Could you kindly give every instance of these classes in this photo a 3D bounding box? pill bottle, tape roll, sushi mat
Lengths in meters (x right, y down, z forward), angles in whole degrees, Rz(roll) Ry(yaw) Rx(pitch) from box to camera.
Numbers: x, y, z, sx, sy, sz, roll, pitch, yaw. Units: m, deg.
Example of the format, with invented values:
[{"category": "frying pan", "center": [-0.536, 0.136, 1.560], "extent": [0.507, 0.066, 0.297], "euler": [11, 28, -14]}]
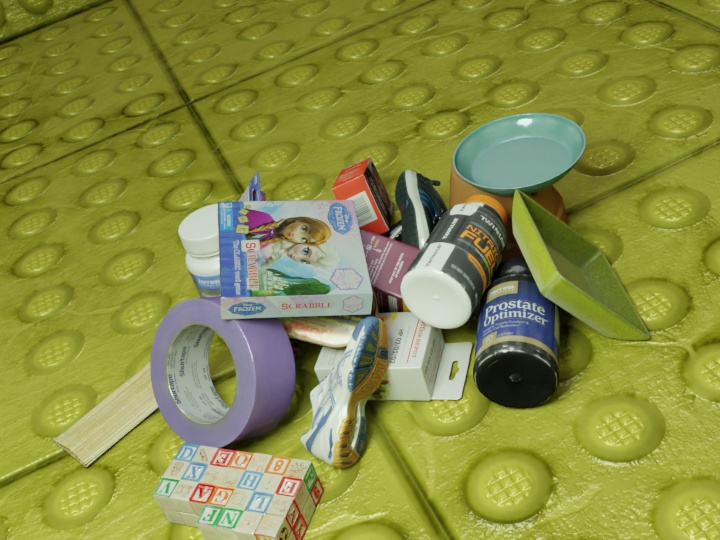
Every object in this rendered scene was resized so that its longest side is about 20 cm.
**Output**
[{"category": "pill bottle", "center": [0.140, -0.022, 1.294], "extent": [0.105, 0.107, 0.201], "euler": [6, 41, 29]}, {"category": "tape roll", "center": [-0.190, 0.136, 1.270], "extent": [0.198, 0.203, 0.085], "euler": [11, 10, 34]}, {"category": "pill bottle", "center": [0.213, 0.078, 1.255], "extent": [0.111, 0.113, 0.201], "euler": [-6, 38, 16]}, {"category": "sushi mat", "center": [-0.360, 0.212, 1.410], "extent": [0.095, 0.012, 0.200], "euler": [20, 51, 43]}, {"category": "pill bottle", "center": [-0.206, 0.004, 1.454], "extent": [0.112, 0.201, 0.114], "euler": [-12, 36, 9]}]

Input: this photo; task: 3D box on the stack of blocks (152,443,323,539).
[{"category": "stack of blocks", "center": [-0.161, 0.293, 1.182], "extent": [0.198, 0.059, 0.116], "euler": [3, 41, 26]}]

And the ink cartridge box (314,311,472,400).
[{"category": "ink cartridge box", "center": [0.049, 0.119, 1.308], "extent": [0.198, 0.068, 0.116], "euler": [-3, 39, 20]}]

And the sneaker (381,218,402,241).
[{"category": "sneaker", "center": [0.030, -0.041, 1.520], "extent": [0.090, 0.070, 0.200], "euler": [26, 56, 40]}]

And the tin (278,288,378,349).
[{"category": "tin", "center": [-0.071, 0.045, 1.302], "extent": [0.198, 0.042, 0.113], "euler": [14, 75, 13]}]

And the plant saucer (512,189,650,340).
[{"category": "plant saucer", "center": [0.290, 0.003, 1.282], "extent": [0.048, 0.199, 0.201], "euler": [-45, 33, 23]}]

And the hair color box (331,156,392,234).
[{"category": "hair color box", "center": [0.006, -0.120, 1.546], "extent": [0.061, 0.102, 0.200], "euler": [-23, 13, 9]}]

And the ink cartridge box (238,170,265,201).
[{"category": "ink cartridge box", "center": [-0.206, -0.057, 1.571], "extent": [0.201, 0.042, 0.120], "euler": [-55, 26, 26]}]

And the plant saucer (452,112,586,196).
[{"category": "plant saucer", "center": [0.238, -0.168, 1.390], "extent": [0.198, 0.036, 0.201], "euler": [-11, 38, 9]}]

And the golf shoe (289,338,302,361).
[{"category": "golf shoe", "center": [-0.149, 0.045, 1.392], "extent": [0.072, 0.203, 0.092], "euler": [-8, -1, -39]}]

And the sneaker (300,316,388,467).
[{"category": "sneaker", "center": [-0.027, 0.153, 1.229], "extent": [0.087, 0.075, 0.202], "euler": [12, 80, 39]}]

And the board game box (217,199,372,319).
[{"category": "board game box", "center": [-0.094, -0.020, 1.266], "extent": [0.197, 0.041, 0.201], "euler": [-2, 42, -10]}]

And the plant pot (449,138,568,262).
[{"category": "plant pot", "center": [0.222, -0.116, 1.478], "extent": [0.198, 0.141, 0.201], "euler": [-12, 37, 9]}]

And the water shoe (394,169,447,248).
[{"category": "water shoe", "center": [0.106, -0.086, 1.453], "extent": [0.078, 0.072, 0.201], "euler": [8, 44, -15]}]

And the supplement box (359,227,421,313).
[{"category": "supplement box", "center": [0.000, 0.000, 1.385], "extent": [0.198, 0.111, 0.086], "euler": [20, 67, 14]}]
